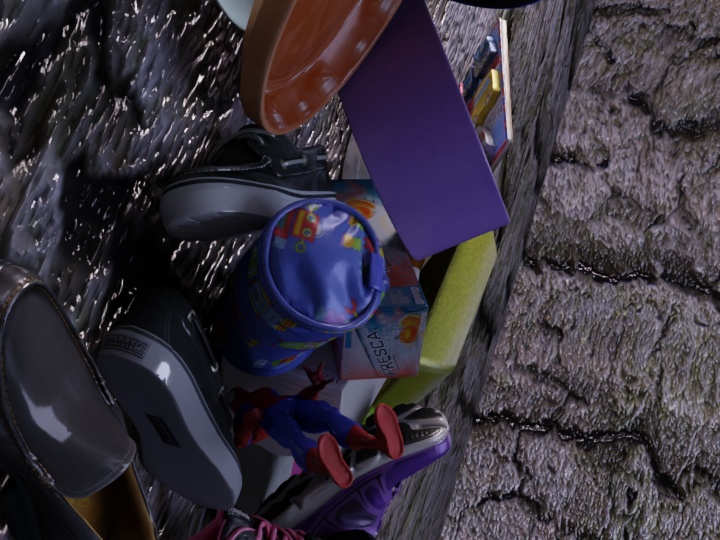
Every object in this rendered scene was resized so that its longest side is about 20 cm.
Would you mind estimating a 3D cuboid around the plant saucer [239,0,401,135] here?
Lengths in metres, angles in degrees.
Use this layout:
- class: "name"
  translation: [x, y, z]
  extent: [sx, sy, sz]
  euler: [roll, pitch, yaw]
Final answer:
- class: "plant saucer"
  translation: [-0.012, -0.175, 0.551]
  extent: [0.201, 0.032, 0.200]
  euler: [-54, 173, -9]

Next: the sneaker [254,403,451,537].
- class: "sneaker"
  translation: [0.000, 0.184, 0.748]
  extent: [0.200, 0.084, 0.081]
  euler: [-38, -169, 18]

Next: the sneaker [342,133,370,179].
- class: "sneaker"
  translation: [0.061, -0.164, 0.875]
  extent: [0.074, 0.114, 0.202]
  euler: [2, 101, -73]

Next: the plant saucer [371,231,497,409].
- class: "plant saucer"
  translation: [0.073, 0.056, 0.929]
  extent: [0.201, 0.048, 0.200]
  euler: [-65, -176, -29]

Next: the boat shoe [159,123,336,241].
- class: "boat shoe"
  translation: [-0.073, -0.060, 0.598]
  extent: [0.200, 0.071, 0.072]
  euler: [-11, 92, -72]

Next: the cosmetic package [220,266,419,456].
- class: "cosmetic package"
  translation: [-0.030, 0.065, 0.774]
  extent: [0.200, 0.107, 0.086]
  euler: [-55, 156, -57]

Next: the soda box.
- class: "soda box"
  translation: [0.000, 0.000, 0.734]
  extent: [0.201, 0.063, 0.069]
  euler: [-108, -160, -55]

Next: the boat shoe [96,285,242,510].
- class: "boat shoe"
  translation: [-0.109, 0.090, 0.583]
  extent: [0.201, 0.068, 0.057]
  euler: [83, 26, -50]

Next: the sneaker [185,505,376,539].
- class: "sneaker"
  translation: [-0.074, 0.212, 0.662]
  extent: [0.079, 0.198, 0.096]
  euler: [19, -66, 62]

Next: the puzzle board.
- class: "puzzle board"
  translation: [0.103, -0.131, 0.918]
  extent: [0.200, 0.017, 0.152]
  euler: [119, -23, -56]

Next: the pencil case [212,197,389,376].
- class: "pencil case"
  translation: [-0.043, 0.019, 0.592]
  extent: [0.200, 0.086, 0.079]
  euler: [139, -45, -68]

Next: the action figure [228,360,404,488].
- class: "action figure"
  translation: [-0.047, 0.098, 0.607]
  extent: [0.065, 0.199, 0.052]
  euler: [-29, 101, -27]

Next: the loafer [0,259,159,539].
- class: "loafer"
  translation: [-0.140, 0.078, 0.442]
  extent: [0.201, 0.072, 0.073]
  euler: [88, 23, -45]

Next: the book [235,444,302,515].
- class: "book"
  translation: [-0.061, 0.149, 0.860]
  extent: [0.200, 0.048, 0.135]
  euler: [-51, 155, -56]

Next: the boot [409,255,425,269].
- class: "boot"
  translation: [0.025, 0.016, 0.974]
  extent: [0.144, 0.070, 0.203]
  euler: [-64, 172, -72]

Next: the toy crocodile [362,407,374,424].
- class: "toy crocodile"
  translation: [-0.025, 0.215, 0.917]
  extent: [0.201, 0.067, 0.062]
  euler: [-60, 180, 26]

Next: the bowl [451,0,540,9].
- class: "bowl"
  translation: [0.063, -0.255, 0.632]
  extent: [0.040, 0.199, 0.201]
  euler: [-63, 163, -11]

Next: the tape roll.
- class: "tape roll"
  translation: [0.047, -0.116, 0.735]
  extent: [0.200, 0.084, 0.202]
  euler: [-21, 90, -81]

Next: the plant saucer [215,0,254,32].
- class: "plant saucer"
  translation: [-0.060, -0.237, 0.506]
  extent: [0.201, 0.038, 0.203]
  euler: [14, 90, -75]
